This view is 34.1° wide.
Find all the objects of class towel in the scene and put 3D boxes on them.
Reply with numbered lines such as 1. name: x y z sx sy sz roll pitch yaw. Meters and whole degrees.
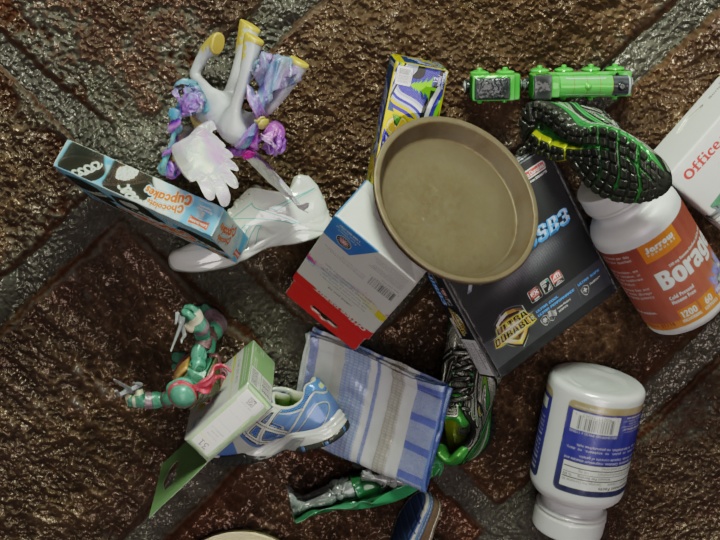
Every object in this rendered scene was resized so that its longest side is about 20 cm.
1. towel: 0.007 0.168 1.414 0.199 0.024 0.148 20 108 24

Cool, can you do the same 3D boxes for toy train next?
1. toy train: 0.218 -0.213 1.345 0.198 0.056 0.042 -2 104 -2

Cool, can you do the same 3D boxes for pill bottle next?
1. pill bottle: 0.338 -0.031 1.364 0.112 0.112 0.200 -35 112 7
2. pill bottle: 0.273 0.226 1.444 0.119 0.120 0.201 7 106 -5

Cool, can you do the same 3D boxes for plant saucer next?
1. plant saucer: 0.101 -0.074 1.275 0.199 0.029 0.201 10 63 -21

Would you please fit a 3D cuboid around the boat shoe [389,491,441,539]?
1. boat shoe: 0.073 0.371 1.507 0.072 0.072 0.201 15 115 -12

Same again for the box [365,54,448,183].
1. box: 0.047 -0.142 1.350 0.064 0.070 0.201 10 105 -7

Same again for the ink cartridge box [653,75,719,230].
1. ink cartridge box: 0.460 -0.111 1.373 0.200 0.084 0.146 37 101 -12

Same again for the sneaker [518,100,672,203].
1. sneaker: 0.270 -0.142 1.297 0.085 0.200 0.078 -16 130 -32

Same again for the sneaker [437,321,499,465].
1. sneaker: 0.130 0.142 1.412 0.078 0.085 0.201 7 106 24

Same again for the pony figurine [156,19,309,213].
1. pony figurine: -0.139 -0.158 1.293 0.166 0.193 0.201 12 112 -49

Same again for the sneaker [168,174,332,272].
1. sneaker: -0.134 -0.053 1.374 0.199 0.070 0.081 -20 101 -5

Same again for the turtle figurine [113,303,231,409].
1. turtle figurine: -0.203 0.112 1.342 0.101 0.200 0.150 42 102 -5

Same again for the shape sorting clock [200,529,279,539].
1. shape sorting clock: -0.155 0.430 1.523 0.198 0.039 0.201 0 105 -1

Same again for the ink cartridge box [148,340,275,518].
1. ink cartridge box: -0.187 0.185 1.394 0.200 0.146 0.048 -40 104 9

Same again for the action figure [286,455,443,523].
1. action figure: 0.008 0.265 1.461 0.199 0.118 0.055 -14 96 -8

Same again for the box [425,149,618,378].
1. box: 0.178 -0.011 1.364 0.199 0.050 0.199 -33 103 -20

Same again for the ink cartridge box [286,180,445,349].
1. ink cartridge box: 0.000 0.000 1.333 0.116 0.200 0.067 39 57 1

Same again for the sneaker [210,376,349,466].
1. sneaker: -0.111 0.183 1.424 0.199 0.076 0.077 -18 102 21

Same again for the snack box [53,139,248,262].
1. snack box: -0.228 -0.075 1.298 0.199 0.116 0.037 24 81 13
